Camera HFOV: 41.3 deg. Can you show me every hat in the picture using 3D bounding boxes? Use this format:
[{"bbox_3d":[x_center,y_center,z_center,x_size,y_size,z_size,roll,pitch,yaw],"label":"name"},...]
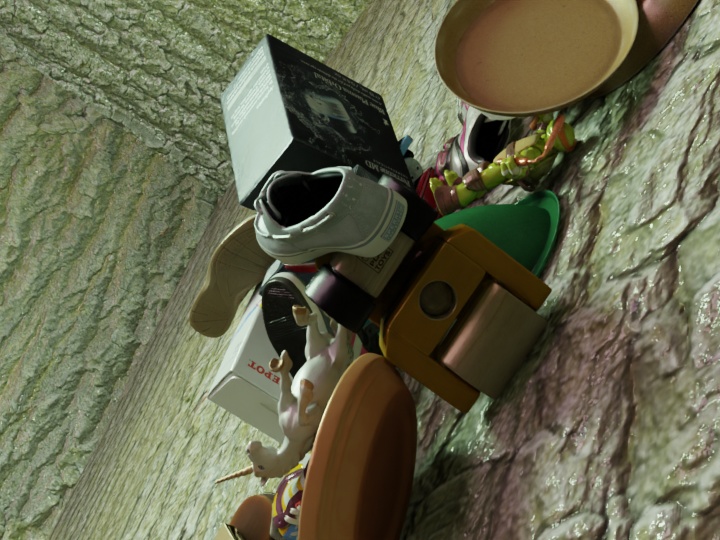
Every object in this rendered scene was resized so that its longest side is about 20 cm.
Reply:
[{"bbox_3d":[0.063,-0.036,0.898,0.202,0.174,0.165,-58,15,-4],"label":"hat"}]

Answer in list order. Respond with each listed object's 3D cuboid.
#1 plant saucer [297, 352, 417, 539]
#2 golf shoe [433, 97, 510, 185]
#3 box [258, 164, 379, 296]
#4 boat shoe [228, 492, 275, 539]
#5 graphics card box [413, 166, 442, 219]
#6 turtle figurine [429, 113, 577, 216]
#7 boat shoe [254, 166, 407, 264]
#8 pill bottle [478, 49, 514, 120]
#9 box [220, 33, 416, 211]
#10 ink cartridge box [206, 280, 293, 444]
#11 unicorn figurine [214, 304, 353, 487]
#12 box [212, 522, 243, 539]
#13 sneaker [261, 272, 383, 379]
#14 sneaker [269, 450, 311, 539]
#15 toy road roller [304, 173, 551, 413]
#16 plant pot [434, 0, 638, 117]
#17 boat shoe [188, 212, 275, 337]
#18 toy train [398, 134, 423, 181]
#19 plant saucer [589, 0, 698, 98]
[{"bbox_3d":[0.006,0.169,0.755,0.200,0.037,0.205,9,-90,-70],"label":"plant saucer"},{"bbox_3d":[0.154,-0.183,1.130,0.092,0.072,0.204,-21,48,56],"label":"golf shoe"},{"bbox_3d":[0.000,0.000,1.071,0.200,0.156,0.052,-44,19,38],"label":"box"},{"bbox_3d":[-0.134,0.331,1.025,0.202,0.070,0.070,-55,-23,2],"label":"boat shoe"},{"bbox_3d":[0.037,-0.029,1.221,0.199,0.050,0.127,-39,24,47],"label":"graphics card box"},{"bbox_3d":[0.156,-0.111,0.959,0.159,0.065,0.201,-27,16,30],"label":"turtle figurine"},{"bbox_3d":[-0.042,-0.052,0.750,0.199,0.071,0.071,1,61,58],"label":"boat shoe"},{"bbox_3d":[0.178,-0.245,1.040,0.104,0.104,0.201,-42,10,44],"label":"pill bottle"},{"bbox_3d":[-0.054,-0.153,1.179,0.117,0.194,0.203,-45,43,30],"label":"box"},{"bbox_3d":[-0.080,0.096,1.156,0.084,0.143,0.202,-42,21,46],"label":"ink cartridge box"},{"bbox_3d":[-0.053,0.111,0.880,0.200,0.073,0.139,-46,-27,-27],"label":"unicorn figurine"},{"bbox_3d":[-0.152,0.380,0.937,0.202,0.021,0.163,-56,38,3],"label":"box"},{"bbox_3d":[-0.023,0.061,1.010,0.082,0.203,0.121,-1,36,36],"label":"sneaker"},{"bbox_3d":[-0.036,0.219,0.912,0.091,0.074,0.200,-64,6,-25],"label":"sneaker"},{"bbox_3d":[0.052,0.011,0.818,0.124,0.198,0.146,-54,6,4],"label":"toy road roller"},{"bbox_3d":[0.168,-0.222,0.923,0.196,0.028,0.204,-10,55,15],"label":"plant pot"},{"bbox_3d":[-0.155,-0.003,1.187,0.201,0.071,0.065,-58,15,33],"label":"boat shoe"},{"bbox_3d":[0.018,-0.135,1.376,0.088,0.113,0.199,-60,14,-25],"label":"toy train"},{"bbox_3d":[0.275,-0.270,0.968,0.201,0.035,0.201,-53,15,20],"label":"plant saucer"}]
